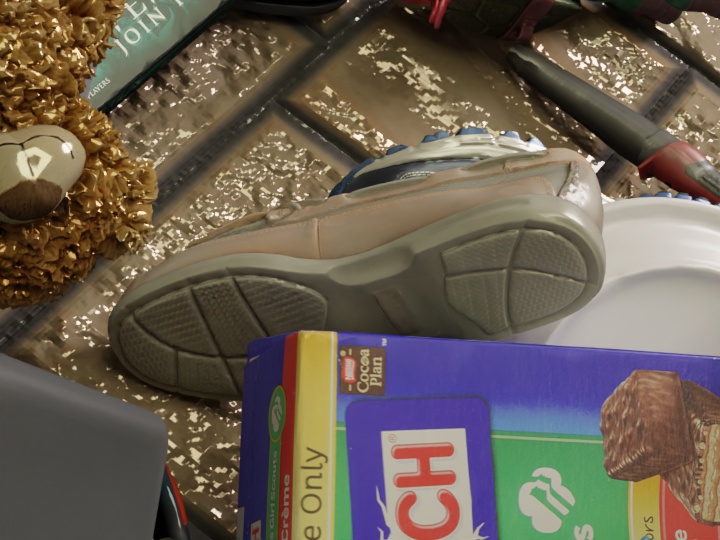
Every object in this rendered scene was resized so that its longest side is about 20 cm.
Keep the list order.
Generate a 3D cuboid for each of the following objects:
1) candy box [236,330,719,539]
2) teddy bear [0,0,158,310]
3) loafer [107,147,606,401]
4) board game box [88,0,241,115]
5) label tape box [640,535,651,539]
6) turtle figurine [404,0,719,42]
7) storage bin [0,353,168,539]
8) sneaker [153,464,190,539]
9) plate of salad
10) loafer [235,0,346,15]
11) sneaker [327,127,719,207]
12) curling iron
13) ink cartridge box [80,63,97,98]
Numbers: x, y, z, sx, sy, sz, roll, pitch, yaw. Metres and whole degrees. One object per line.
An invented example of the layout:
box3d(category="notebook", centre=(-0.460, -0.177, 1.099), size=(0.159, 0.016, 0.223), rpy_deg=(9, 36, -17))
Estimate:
box3d(category="candy box", centre=(0.059, 0.111, 0.703), size=(0.199, 0.077, 0.170), rpy_deg=(4, 81, -17))
box3d(category="teddy bear", centre=(-0.132, -0.086, 0.641), size=(0.144, 0.067, 0.201), rpy_deg=(1, 81, -37))
box3d(category="loafer", centre=(0.000, 0.000, 0.767), size=(0.199, 0.072, 0.063), rpy_deg=(-12, 36, 19))
box3d(category="board game box", centre=(-0.110, -0.157, 0.863), size=(0.135, 0.028, 0.200), rpy_deg=(46, 67, 0))
box3d(category="label tape box", centre=(0.148, 0.202, 0.649), size=(0.200, 0.063, 0.145), rpy_deg=(36, 73, -14))
box3d(category="turtle figurine", centre=(0.079, -0.158, 0.945), size=(0.199, 0.101, 0.150), rpy_deg=(9, 20, -21))
box3d(category="storage bin", centre=(-0.146, 0.107, 0.586), size=(0.134, 0.145, 0.201), rpy_deg=(22, 74, -49))
box3d(category="sneaker", centre=(-0.091, 0.136, 0.658), size=(0.075, 0.085, 0.201), rpy_deg=(6, 52, -18))
box3d(category="plate of salad", centre=(0.120, 0.072, 0.793), size=(0.199, 0.048, 0.201), rpy_deg=(2, 82, -17))
box3d(category="loafer", centre=(-0.090, -0.179, 0.916), size=(0.199, 0.063, 0.072), rpy_deg=(21, 48, -5))
box3d(category="sneaker", centre=(0.081, 0.002, 0.839), size=(0.199, 0.077, 0.086), rpy_deg=(11, 55, -13))
box3d(category="curling iron", centre=(0.140, -0.042, 0.919), size=(0.200, 0.050, 0.026), rpy_deg=(41, 49, 19))
box3d(category="ink cartridge box", centre=(-0.192, -0.051, 0.702), size=(0.084, 0.176, 0.200), rpy_deg=(43, 51, 13))
